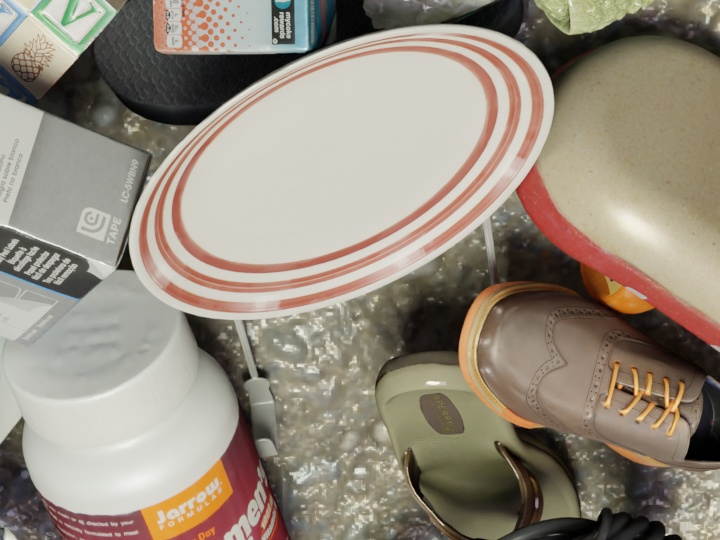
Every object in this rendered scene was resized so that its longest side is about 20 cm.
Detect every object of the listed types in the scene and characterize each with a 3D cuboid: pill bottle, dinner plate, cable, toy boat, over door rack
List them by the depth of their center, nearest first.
[{"bbox_3d":[-0.010,-0.045,1.051,0.199,0.024,0.200,-20,149,-12],"label":"dinner plate"},{"bbox_3d":[0.153,-0.019,1.159,0.200,0.131,0.131,33,144,-18],"label":"toy boat"},{"bbox_3d":[0.000,0.000,1.191,0.147,0.067,0.200,-7,134,4],"label":"over door rack"},{"bbox_3d":[-0.104,0.103,1.200,0.109,0.110,0.200,-12,130,6],"label":"pill bottle"},{"bbox_3d":[0.089,0.169,1.230,0.163,0.051,0.200,-4,159,-25],"label":"cable"}]

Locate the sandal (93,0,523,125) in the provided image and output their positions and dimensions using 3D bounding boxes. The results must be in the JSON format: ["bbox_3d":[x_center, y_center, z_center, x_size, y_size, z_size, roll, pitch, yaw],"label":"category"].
[{"bbox_3d":[-0.023,-0.101,1.102,0.199,0.076,0.043,-7,149,5],"label":"sandal"}]

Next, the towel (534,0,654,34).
[{"bbox_3d":[0.113,-0.211,1.015,0.148,0.036,0.201,-19,94,-22],"label":"towel"}]

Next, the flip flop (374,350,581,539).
[{"bbox_3d":[0.060,0.107,1.217,0.081,0.058,0.200,-13,145,11],"label":"flip flop"}]

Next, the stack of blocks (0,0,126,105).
[{"bbox_3d":[-0.193,-0.171,1.064,0.200,0.059,0.115,42,113,-10],"label":"stack of blocks"}]

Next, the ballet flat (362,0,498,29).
[{"bbox_3d":[0.084,-0.160,1.051,0.199,0.072,0.072,-25,124,-27],"label":"ballet flat"}]

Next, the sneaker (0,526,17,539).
[{"bbox_3d":[-0.183,0.115,1.133,0.199,0.080,0.147,17,87,-33],"label":"sneaker"}]

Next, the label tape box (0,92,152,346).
[{"bbox_3d":[-0.211,-0.042,1.061,0.199,0.064,0.144,22,157,-16],"label":"label tape box"}]

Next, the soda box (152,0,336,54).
[{"bbox_3d":[-0.048,-0.190,0.978,0.068,0.064,0.201,1,99,10],"label":"soda box"}]

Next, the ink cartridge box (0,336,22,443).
[{"bbox_3d":[-0.250,0.053,1.145,0.047,0.200,0.160,-7,129,46],"label":"ink cartridge box"}]

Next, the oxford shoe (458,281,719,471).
[{"bbox_3d":[0.127,0.053,1.171,0.200,0.073,0.072,20,84,-44],"label":"oxford shoe"}]
